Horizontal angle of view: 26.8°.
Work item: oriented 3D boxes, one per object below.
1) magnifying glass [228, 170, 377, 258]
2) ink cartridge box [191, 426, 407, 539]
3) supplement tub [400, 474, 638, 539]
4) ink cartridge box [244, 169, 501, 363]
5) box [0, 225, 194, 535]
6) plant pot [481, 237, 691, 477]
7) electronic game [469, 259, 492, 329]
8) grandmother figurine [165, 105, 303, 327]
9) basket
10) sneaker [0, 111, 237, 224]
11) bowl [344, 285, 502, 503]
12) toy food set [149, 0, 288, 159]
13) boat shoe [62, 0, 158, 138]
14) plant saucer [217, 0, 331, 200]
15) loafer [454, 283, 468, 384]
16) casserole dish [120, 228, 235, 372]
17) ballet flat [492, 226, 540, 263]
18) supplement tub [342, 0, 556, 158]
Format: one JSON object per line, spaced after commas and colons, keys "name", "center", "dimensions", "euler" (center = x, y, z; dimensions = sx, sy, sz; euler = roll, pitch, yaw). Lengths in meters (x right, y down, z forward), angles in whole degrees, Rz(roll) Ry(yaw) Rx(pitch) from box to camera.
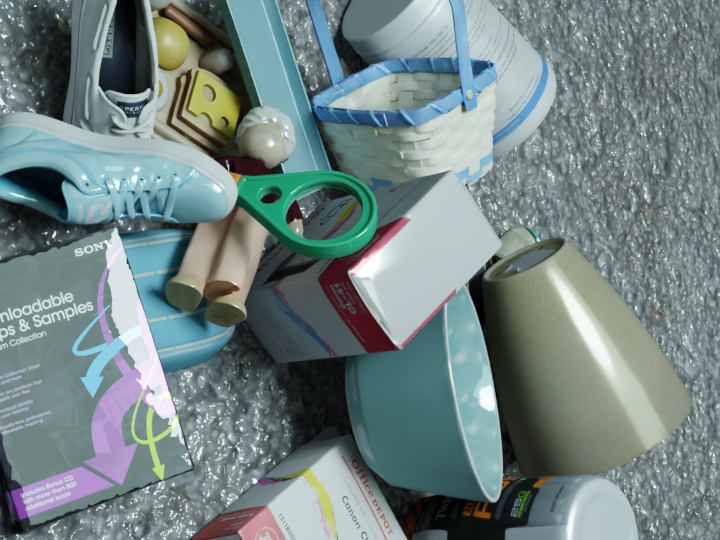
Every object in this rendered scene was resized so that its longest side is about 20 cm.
{"name": "magnifying glass", "center": [-0.080, -0.059, 1.223], "dimensions": [0.022, 0.199, 0.080], "euler": [84, 28, -52]}
{"name": "ink cartridge box", "center": [-0.037, 0.221, 1.293], "dimensions": [0.200, 0.067, 0.117], "euler": [-38, 104, -46]}
{"name": "supplement tub", "center": [0.139, 0.249, 1.362], "dimensions": [0.122, 0.199, 0.123], "euler": [13, 73, -48]}
{"name": "ink cartridge box", "center": [0.000, 0.000, 1.291], "dimensions": [0.148, 0.200, 0.086], "euler": [-46, 111, -30]}
{"name": "box", "center": [-0.222, 0.080, 1.142], "dimensions": [0.142, 0.036, 0.201], "euler": [-18, 89, -27]}
{"name": "plant pot", "center": [0.204, 0.076, 1.497], "dimensions": [0.187, 0.187, 0.201], "euler": [-37, 106, -46]}
{"name": "electronic game", "center": [0.058, -0.002, 1.486], "dimensions": [0.199, 0.042, 0.201], "euler": [7, 79, -40]}
{"name": "grandmother figurine", "center": [-0.097, -0.052, 1.270], "dimensions": [0.121, 0.060, 0.201], "euler": [30, 57, -24]}
{"name": "basket", "center": [0.034, -0.172, 1.384], "dimensions": [0.139, 0.176, 0.201], "euler": [-38, 126, -35]}
{"name": "sneaker", "center": [-0.197, -0.058, 1.167], "dimensions": [0.199, 0.074, 0.082], "euler": [11, 45, -3]}
{"name": "bowl", "center": [0.052, 0.111, 1.318], "dimensions": [0.201, 0.104, 0.202], "euler": [-12, 90, -76]}
{"name": "toy food set", "center": [-0.150, -0.183, 1.319], "dimensions": [0.200, 0.060, 0.144], "euler": [33, 55, -34]}
{"name": "boat shoe", "center": [-0.197, -0.136, 1.210], "dimensions": [0.073, 0.065, 0.201], "euler": [-12, 108, -32]}
{"name": "plant saucer", "center": [-0.078, -0.164, 1.358], "dimensions": [0.070, 0.019, 0.201], "euler": [-29, 105, -53]}
{"name": "loafer", "center": [0.074, 0.085, 1.421], "dimensions": [0.072, 0.063, 0.201], "euler": [-12, 103, -38]}
{"name": "casserole dish", "center": [-0.174, 0.024, 1.241], "dimensions": [0.199, 0.039, 0.122], "euler": [-10, 85, -48]}
{"name": "ballet flat", "center": [0.194, 0.049, 1.609], "dimensions": [0.062, 0.067, 0.201], "euler": [-32, 97, -18]}
{"name": "supplement tub", "center": [0.092, -0.218, 1.530], "dimensions": [0.200, 0.132, 0.132], "euler": [42, 50, -30]}
